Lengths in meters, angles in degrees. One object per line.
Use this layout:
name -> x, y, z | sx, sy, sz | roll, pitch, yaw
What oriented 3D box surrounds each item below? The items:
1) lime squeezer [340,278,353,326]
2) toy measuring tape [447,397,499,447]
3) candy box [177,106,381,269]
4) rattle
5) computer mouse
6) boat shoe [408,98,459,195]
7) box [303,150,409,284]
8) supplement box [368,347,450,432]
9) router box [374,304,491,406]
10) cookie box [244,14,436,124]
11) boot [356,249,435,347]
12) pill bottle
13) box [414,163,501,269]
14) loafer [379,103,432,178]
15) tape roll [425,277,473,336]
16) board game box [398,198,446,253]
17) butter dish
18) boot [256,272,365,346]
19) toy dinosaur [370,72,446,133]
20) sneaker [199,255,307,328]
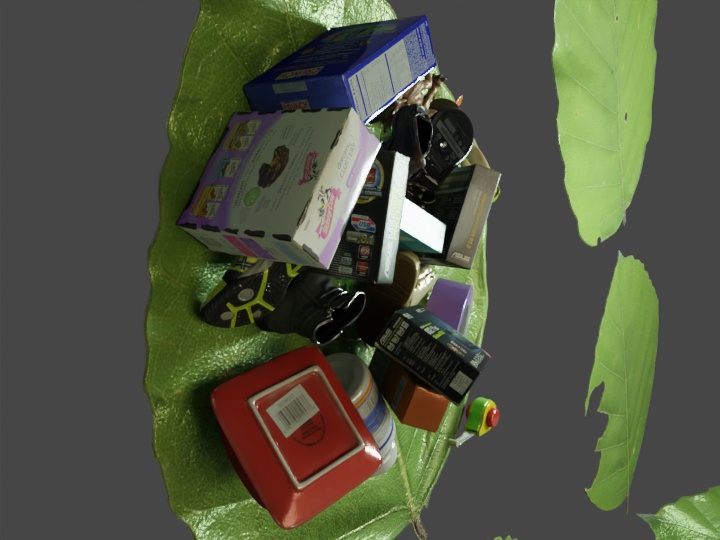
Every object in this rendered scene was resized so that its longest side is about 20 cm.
lime squeezer -> 0.000, 0.000, 1.092 | 0.038, 0.070, 0.201 | -38, 163, -46
toy measuring tape -> 0.245, 0.318, 1.514 | 0.199, 0.073, 0.074 | -10, 106, -54
candy box -> -0.096, -0.100, 0.824 | 0.072, 0.199, 0.169 | 42, 65, -46
rattle -> 0.165, -0.201, 1.316 | 0.201, 0.142, 0.131 | 60, 17, -22
computer mouse -> 0.103, -0.185, 1.119 | 0.200, 0.053, 0.139 | -44, 108, -28
boat shoe -> 0.119, -0.215, 1.223 | 0.066, 0.071, 0.202 | 96, 15, -56
box -> -0.042, -0.076, 0.906 | 0.044, 0.198, 0.162 | 4, 96, -59
supplement box -> 0.072, 0.177, 1.113 | 0.066, 0.200, 0.069 | 18, 101, -18
router box -> 0.116, 0.122, 1.080 | 0.062, 0.149, 0.200 | -57, 168, 8
cookie box -> -0.023, -0.255, 0.921 | 0.200, 0.170, 0.076 | -46, 129, -38
boot -> 0.074, 0.019, 1.156 | 0.155, 0.072, 0.201 | -41, 157, -44
pill bottle -> -0.010, 0.233, 1.101 | 0.112, 0.111, 0.201 | -54, 137, -32
box -> 0.147, -0.087, 1.174 | 0.048, 0.200, 0.160 | 19, 87, -16
loafer -> 0.077, -0.179, 0.977 | 0.072, 0.062, 0.201 | 61, 29, -25
tape roll -> 0.150, 0.118, 1.279 | 0.200, 0.065, 0.202 | 13, 90, -76
board game box -> 0.013, -0.078, 1.025 | 0.199, 0.150, 0.047 | 25, 74, -54
butter dish -> -0.105, 0.232, 0.950 | 0.199, 0.148, 0.201 | -21, 75, -45
boot -> -0.042, 0.029, 0.991 | 0.200, 0.131, 0.070 | -53, 135, -33
toy dinosaur -> 0.071, -0.263, 1.127 | 0.200, 0.085, 0.137 | 34, 70, -57
sneaker -> -0.123, -0.007, 0.886 | 0.200, 0.077, 0.075 | -41, 140, 5
